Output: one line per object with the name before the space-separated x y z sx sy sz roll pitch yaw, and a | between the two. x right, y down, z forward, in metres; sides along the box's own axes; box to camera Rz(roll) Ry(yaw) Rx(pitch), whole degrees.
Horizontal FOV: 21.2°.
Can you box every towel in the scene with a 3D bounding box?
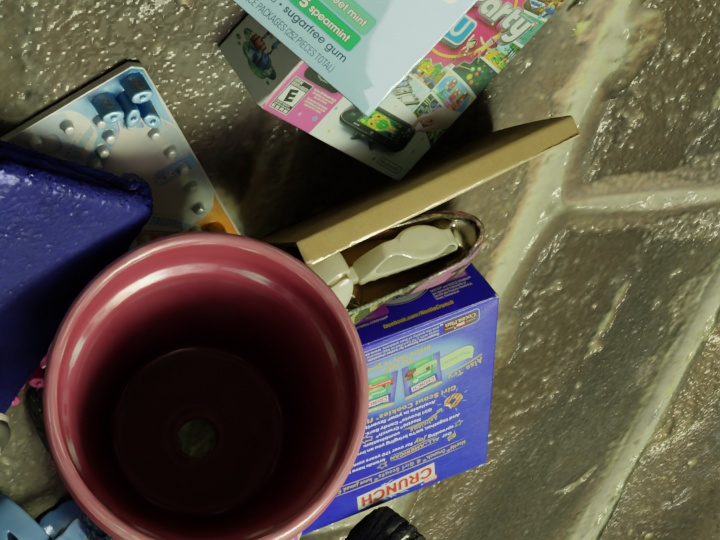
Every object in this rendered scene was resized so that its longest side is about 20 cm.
towel | -0.232 0.008 1.178 0.200 0.050 0.148 -50 146 19

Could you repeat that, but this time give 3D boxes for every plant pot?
plant pot | -0.101 0.091 1.233 0.200 0.200 0.179 -25 172 -12

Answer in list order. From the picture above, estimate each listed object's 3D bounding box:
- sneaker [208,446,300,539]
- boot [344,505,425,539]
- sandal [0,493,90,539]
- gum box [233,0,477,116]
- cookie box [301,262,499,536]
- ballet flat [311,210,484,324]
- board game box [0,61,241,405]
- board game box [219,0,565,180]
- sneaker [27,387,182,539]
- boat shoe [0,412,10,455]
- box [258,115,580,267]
sneaker | -0.082 0.176 1.407 0.081 0.088 0.200 15 133 3
boot | -0.045 0.250 1.530 0.158 0.211 0.079 -46 121 -22
sandal | -0.265 0.201 1.388 0.200 0.079 0.087 11 87 -34
gum box | 0.009 -0.217 1.093 0.170 0.045 0.200 39 105 -19
cookie box | 0.010 0.091 1.458 0.171 0.075 0.200 -20 140 -18
ballet flat | 0.000 0.000 1.352 0.200 0.069 0.071 -22 168 -21
board game box | -0.188 -0.016 1.239 0.200 0.026 0.200 -32 142 -4
board game box | 0.033 -0.167 1.212 0.200 0.064 0.148 -47 141 15
sneaker | -0.155 0.151 1.364 0.085 0.077 0.200 -32 119 -25
boat shoe | -0.268 0.129 1.225 0.067 0.057 0.200 4 164 -28
box | 0.032 -0.051 1.282 0.200 0.021 0.163 -25 -174 -12
